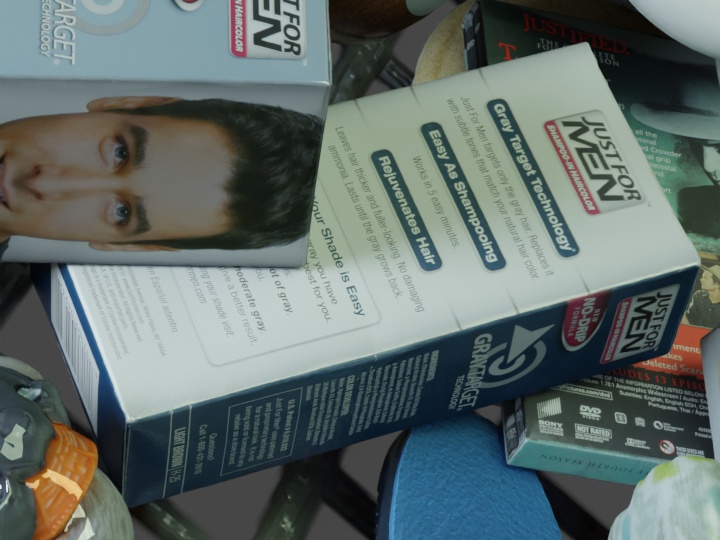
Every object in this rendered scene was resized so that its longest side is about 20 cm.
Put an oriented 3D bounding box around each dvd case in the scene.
[{"bbox_3d":[0.113,-0.006,1.085,0.146,0.022,0.200,10,52,-19],"label":"dvd case"}]

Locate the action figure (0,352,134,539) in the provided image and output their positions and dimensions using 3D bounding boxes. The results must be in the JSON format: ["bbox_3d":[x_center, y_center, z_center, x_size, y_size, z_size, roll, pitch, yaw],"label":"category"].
[{"bbox_3d":[-0.154,0.068,0.863,0.193,0.105,0.200,20,48,-15],"label":"action figure"}]

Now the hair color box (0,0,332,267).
[{"bbox_3d":[-0.112,-0.053,0.920,0.199,0.099,0.061,0,57,-6],"label":"hair color box"}]

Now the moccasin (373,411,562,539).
[{"bbox_3d":[0.026,0.142,0.983,0.080,0.068,0.200,14,53,-22],"label":"moccasin"}]

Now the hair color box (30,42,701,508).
[{"bbox_3d":[0.000,0.000,0.994,0.199,0.061,0.100,-15,59,-16],"label":"hair color box"}]

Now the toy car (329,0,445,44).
[{"bbox_3d":[0.028,-0.176,0.995,0.164,0.200,0.158,-28,93,-50],"label":"toy car"}]

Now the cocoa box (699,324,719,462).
[{"bbox_3d":[0.205,0.097,0.966,0.133,0.131,0.201,3,69,-22],"label":"cocoa box"}]

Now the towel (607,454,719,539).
[{"bbox_3d":[0.101,0.176,0.936,0.048,0.200,0.172,-7,62,-6],"label":"towel"}]

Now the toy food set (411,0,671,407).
[{"bbox_3d":[0.097,-0.021,1.161,0.198,0.049,0.200,21,50,-27],"label":"toy food set"}]

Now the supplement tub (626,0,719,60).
[{"bbox_3d":[0.147,-0.158,1.146,0.144,0.144,0.200,41,7,-9],"label":"supplement tub"}]
